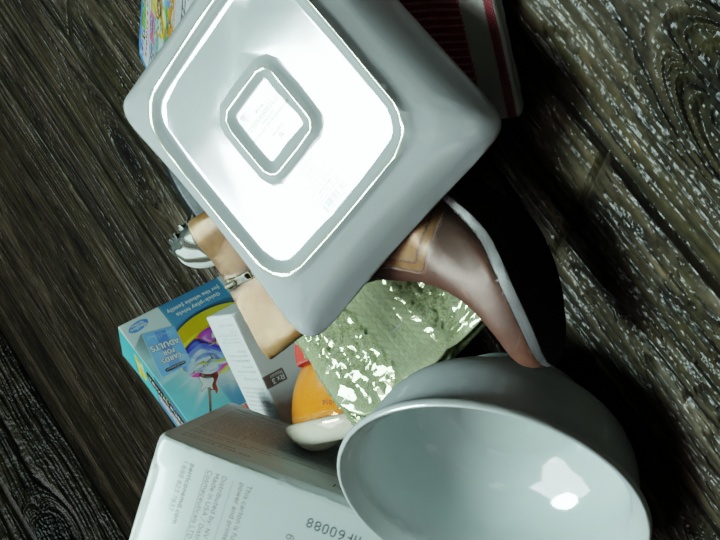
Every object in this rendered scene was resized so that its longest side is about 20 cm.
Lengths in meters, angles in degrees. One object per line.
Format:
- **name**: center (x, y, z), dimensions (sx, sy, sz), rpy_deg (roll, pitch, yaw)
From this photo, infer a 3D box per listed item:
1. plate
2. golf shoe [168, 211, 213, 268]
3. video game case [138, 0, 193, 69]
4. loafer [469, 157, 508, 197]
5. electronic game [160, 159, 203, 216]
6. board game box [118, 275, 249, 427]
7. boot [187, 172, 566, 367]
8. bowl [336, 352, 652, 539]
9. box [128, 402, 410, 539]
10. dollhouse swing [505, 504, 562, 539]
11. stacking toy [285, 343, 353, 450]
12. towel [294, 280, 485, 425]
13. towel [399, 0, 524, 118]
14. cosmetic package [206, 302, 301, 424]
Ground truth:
- **plate**: center (-0.044, -0.088, 0.822), dimensions (0.200, 0.032, 0.200), rpy_deg (50, 125, 12)
- **golf shoe**: center (-0.095, -0.023, 1.175), dimensions (0.095, 0.078, 0.200), rpy_deg (51, 156, -1)
- **video game case**: center (-0.142, -0.184, 1.130), dimensions (0.200, 0.018, 0.143), rpy_deg (-119, 30, -46)
- **loafer**: center (0.027, -0.061, 0.935), dimensions (0.200, 0.076, 0.067), rpy_deg (48, 167, 23)
- **electronic game**: center (-0.119, -0.089, 1.266), dimensions (0.200, 0.042, 0.200), rpy_deg (40, 150, 29)
- **board game box**: center (-0.107, 0.096, 1.317), dimensions (0.200, 0.151, 0.047), rpy_deg (47, 154, 32)
- **boot**: center (0.005, 0.009, 0.863), dimensions (0.200, 0.068, 0.188), rpy_deg (-32, 96, 32)
- **bowl**: center (0.093, 0.118, 0.921), dimensions (0.201, 0.090, 0.201), rpy_deg (12, 138, 11)
- **box**: center (-0.064, 0.230, 1.080), dimensions (0.200, 0.199, 0.171), rpy_deg (19, -173, 12)
- **dollhouse swing**: center (0.128, 0.294, 0.991), dimensions (0.200, 0.176, 0.182), rpy_deg (56, 158, 17)
- **stacking toy**: center (0.002, 0.027, 1.071), dimensions (0.146, 0.146, 0.200), rpy_deg (152, 109, -69)
- **towel**: center (0.000, 0.000, 0.994), dimensions (0.200, 0.148, 0.036), rpy_deg (52, -164, 31)
- **towel**: center (-0.007, -0.153, 0.840), dimensions (0.200, 0.023, 0.144), rpy_deg (5, 130, 30)
- **cosmetic package**: center (-0.034, 0.103, 1.215), dimensions (0.200, 0.113, 0.081), rpy_deg (63, 159, -6)
